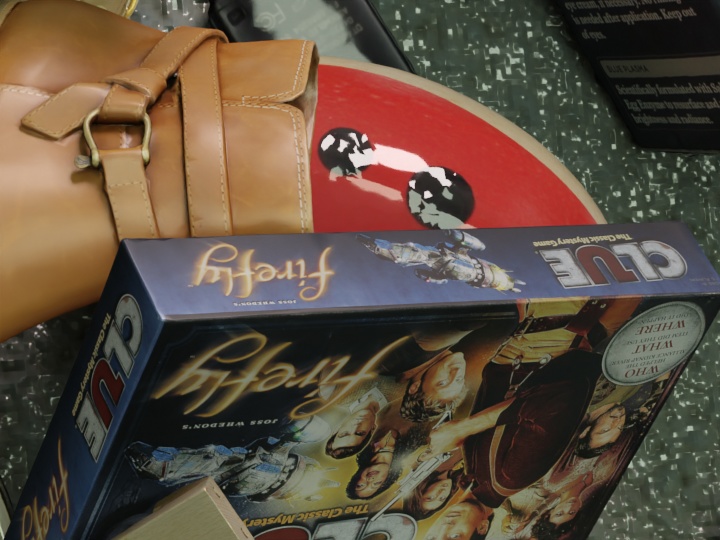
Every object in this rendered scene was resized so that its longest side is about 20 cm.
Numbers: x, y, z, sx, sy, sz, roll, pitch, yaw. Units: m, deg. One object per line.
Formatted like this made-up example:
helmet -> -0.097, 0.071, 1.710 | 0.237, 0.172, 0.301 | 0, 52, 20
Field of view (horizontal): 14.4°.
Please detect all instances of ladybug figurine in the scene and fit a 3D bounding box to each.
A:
ladybug figurine -> 0.000, 0.000, 0.965 | 0.199, 0.072, 0.137 | 16, 95, 1

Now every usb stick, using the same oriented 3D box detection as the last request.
usb stick -> 0.016, -0.028, 1.018 | 0.055, 0.033, 0.201 | -33, 92, -9

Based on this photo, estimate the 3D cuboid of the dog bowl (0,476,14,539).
dog bowl -> -0.209, 0.109, 0.910 | 0.199, 0.074, 0.202 | 2, 82, -16

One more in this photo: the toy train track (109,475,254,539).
toy train track -> -0.117, 0.118, 0.844 | 0.199, 0.033, 0.115 | -32, 99, 16

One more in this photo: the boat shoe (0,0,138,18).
boat shoe -> -0.105, -0.115, 0.974 | 0.073, 0.069, 0.201 | 20, 77, -13

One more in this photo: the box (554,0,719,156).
box -> 0.150, -0.177, 1.015 | 0.196, 0.117, 0.201 | -37, 107, -18

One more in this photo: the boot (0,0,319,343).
boot -> -0.090, -0.007, 0.872 | 0.153, 0.074, 0.201 | 3, 55, 2

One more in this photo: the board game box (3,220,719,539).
board game box -> 0.001, 0.047, 0.880 | 0.199, 0.136, 0.035 | -3, 46, -31
